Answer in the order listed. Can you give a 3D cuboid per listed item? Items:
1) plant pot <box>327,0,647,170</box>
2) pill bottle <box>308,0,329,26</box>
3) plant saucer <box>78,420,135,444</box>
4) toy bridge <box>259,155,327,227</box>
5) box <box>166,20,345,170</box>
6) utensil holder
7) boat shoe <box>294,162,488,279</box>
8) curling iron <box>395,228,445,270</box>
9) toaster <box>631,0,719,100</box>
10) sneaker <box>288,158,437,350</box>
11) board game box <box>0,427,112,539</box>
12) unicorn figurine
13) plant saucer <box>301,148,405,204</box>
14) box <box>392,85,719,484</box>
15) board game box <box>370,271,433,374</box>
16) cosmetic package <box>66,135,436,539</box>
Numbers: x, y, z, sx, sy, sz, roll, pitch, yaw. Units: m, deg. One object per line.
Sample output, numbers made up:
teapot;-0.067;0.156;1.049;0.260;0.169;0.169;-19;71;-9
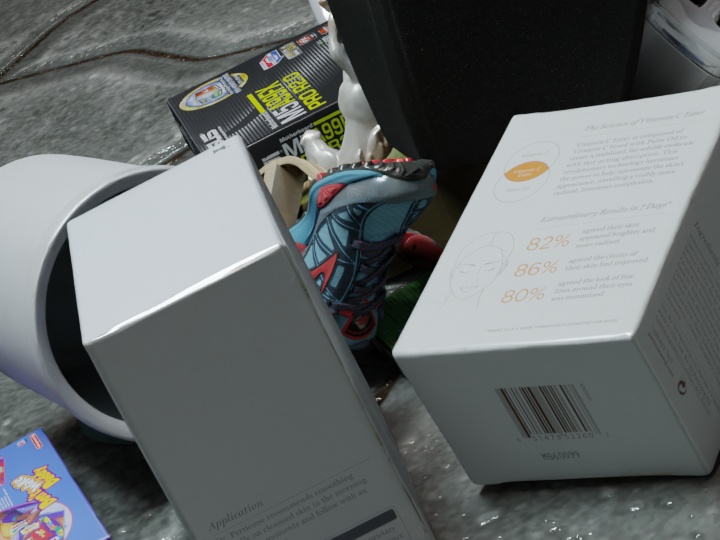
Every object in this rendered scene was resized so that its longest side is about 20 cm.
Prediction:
plant pot;0.082;-0.171;1.485;0.199;0.178;0.200;-10;14;-10
pill bottle;0.063;-0.232;1.885;0.199;0.109;0.109;-24;22;3
plant saucer;-0.111;0.051;1.552;0.199;0.028;0.200;-21;23;9
toy bridge;-0.057;-0.043;1.572;0.200;0.027;0.068;-13;64;58
box;-0.056;-0.125;1.732;0.160;0.044;0.200;-26;22;-4
utensil holder;-0.167;0.010;1.454;0.170;0.170;0.200;-34;21;-20
boat shoe;0.038;-0.038;1.547;0.199;0.074;0.066;-10;9;41
curling iron;0.030;-0.008;1.447;0.049;0.026;0.200;-33;30;-10
toaster;0.240;-0.182;1.510;0.200;0.114;0.129;-48;-4;-17
sneaker;0.000;0.000;1.408;0.079;0.096;0.200;-4;-24;-27
board game box;-0.224;0.177;1.366;0.134;0.045;0.200;-29;22;-10
unicorn figurine;0.017;-0.137;1.600;0.199;0.138;0.074;-19;7;-9
plant saucer;-0.003;-0.093;1.730;0.199;0.048;0.200;-22;22;9
box;0.135;0.008;1.231;0.152;0.107;0.200;-6;40;37
board game box;0.074;0.040;1.386;0.105;0.024;0.200;-31;23;-7
cosmetic package;-0.066;0.060;1.255;0.123;0.201;0.199;-25;22;0
